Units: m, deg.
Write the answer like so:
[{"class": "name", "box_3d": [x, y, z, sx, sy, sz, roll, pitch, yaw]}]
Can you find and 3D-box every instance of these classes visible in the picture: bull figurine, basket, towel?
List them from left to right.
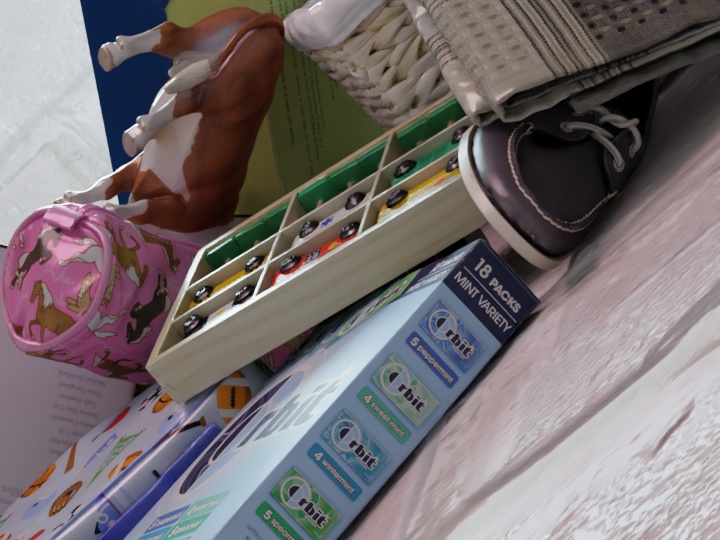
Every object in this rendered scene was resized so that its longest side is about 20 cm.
[{"class": "bull figurine", "box_3d": [-0.102, -0.065, 1.327, 0.121, 0.065, 0.201, -18, -40, -37]}, {"class": "basket", "box_3d": [0.082, -0.149, 1.293, 0.200, 0.161, 0.198, -45, 8, -2]}, {"class": "towel", "box_3d": [0.118, -0.145, 1.110, 0.192, 0.035, 0.200, -21, 36, -5]}]

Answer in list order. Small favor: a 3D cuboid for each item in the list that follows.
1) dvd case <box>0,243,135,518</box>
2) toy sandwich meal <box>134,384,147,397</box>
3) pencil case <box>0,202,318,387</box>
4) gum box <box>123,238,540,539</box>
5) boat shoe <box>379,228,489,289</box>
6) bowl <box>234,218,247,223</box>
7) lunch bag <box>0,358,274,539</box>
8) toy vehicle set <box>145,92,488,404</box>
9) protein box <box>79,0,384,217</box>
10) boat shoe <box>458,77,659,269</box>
[{"class": "dvd case", "box_3d": [-0.201, 0.081, 1.310, 0.018, 0.142, 0.201, 128, 153, -62]}, {"class": "toy sandwich meal", "box_3d": [-0.179, 0.059, 1.427, 0.204, 0.071, 0.205, -13, 26, 7]}, {"class": "pencil case", "box_3d": [-0.110, 0.021, 1.300, 0.083, 0.087, 0.200, -25, -24, 31]}, {"class": "gum box", "box_3d": [-0.027, 0.083, 1.058, 0.200, 0.045, 0.170, -48, 9, -26]}, {"class": "boat shoe", "box_3d": [0.000, 0.000, 1.257, 0.068, 0.072, 0.200, -46, 11, -18]}, {"class": "bowl", "box_3d": [-0.067, -0.004, 1.550, 0.201, 0.090, 0.201, -43, 9, 8]}, {"class": "lunch bag", "box_3d": [-0.116, 0.123, 1.199, 0.200, 0.076, 0.160, -44, 10, -10]}, {"class": "toy vehicle set", "box_3d": [-0.010, -0.019, 1.159, 0.199, 0.027, 0.124, -31, 19, 22]}, {"class": "protein box", "box_3d": [-0.058, -0.155, 1.472, 0.134, 0.200, 0.200, 2, 19, 35]}, {"class": "boat shoe", "box_3d": [0.099, -0.064, 1.091, 0.063, 0.073, 0.200, -41, 6, 25]}]
